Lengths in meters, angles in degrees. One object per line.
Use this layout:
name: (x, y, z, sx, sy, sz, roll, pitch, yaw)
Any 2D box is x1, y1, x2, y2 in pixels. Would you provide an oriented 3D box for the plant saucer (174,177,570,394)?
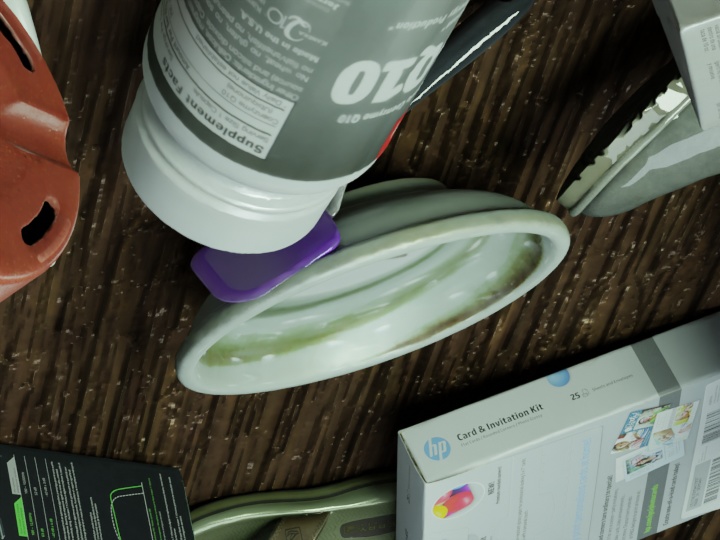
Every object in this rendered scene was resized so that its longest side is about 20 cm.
plant saucer: (0.000, 0.000, 1.363, 0.199, 0.050, 0.200, -19, 164, -5)

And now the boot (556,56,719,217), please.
boot: (0.215, -0.026, 1.309, 0.182, 0.073, 0.200, -41, 98, 17)

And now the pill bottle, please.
pill bottle: (-0.023, -0.105, 1.179, 0.113, 0.114, 0.200, 3, 141, -25)

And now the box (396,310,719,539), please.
box: (0.117, 0.110, 1.570, 0.199, 0.041, 0.156, -21, 147, -14)

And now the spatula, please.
spatula: (0.006, -0.058, 1.278, 0.200, 0.057, 0.021, -46, 127, 3)

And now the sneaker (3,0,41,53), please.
sneaker: (-0.189, -0.054, 1.218, 0.111, 0.073, 0.200, -11, 146, -10)

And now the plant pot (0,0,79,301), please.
plant pot: (-0.228, -0.027, 1.110, 0.195, 0.202, 0.200, -27, 144, 28)

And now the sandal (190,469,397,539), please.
sandal: (-0.040, 0.162, 1.593, 0.200, 0.058, 0.080, -14, 146, -4)

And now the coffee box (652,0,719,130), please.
coffee box: (0.219, -0.153, 1.209, 0.199, 0.115, 0.080, -18, 145, 4)

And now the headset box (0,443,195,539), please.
headset box: (-0.212, 0.177, 1.514, 0.199, 0.093, 0.174, 10, 138, -31)
